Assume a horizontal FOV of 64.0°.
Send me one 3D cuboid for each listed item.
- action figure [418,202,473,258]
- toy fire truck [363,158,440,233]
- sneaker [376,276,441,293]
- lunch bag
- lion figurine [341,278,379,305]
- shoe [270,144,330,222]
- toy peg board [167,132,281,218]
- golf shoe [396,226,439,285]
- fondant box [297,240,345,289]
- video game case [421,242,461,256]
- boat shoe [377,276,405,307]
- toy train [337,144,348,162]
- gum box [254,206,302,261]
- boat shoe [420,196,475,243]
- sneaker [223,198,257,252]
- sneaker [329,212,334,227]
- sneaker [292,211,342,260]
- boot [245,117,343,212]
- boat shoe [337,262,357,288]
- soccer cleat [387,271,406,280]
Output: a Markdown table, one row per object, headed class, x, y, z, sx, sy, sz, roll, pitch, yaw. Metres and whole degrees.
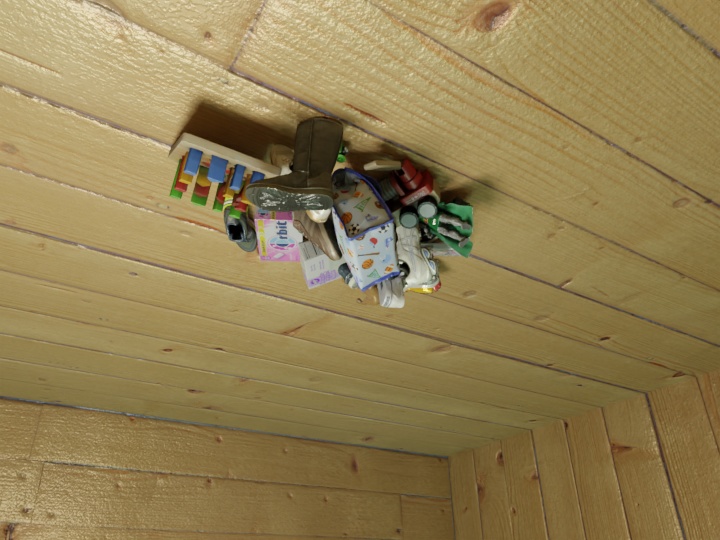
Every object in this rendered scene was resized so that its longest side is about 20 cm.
| class | x | y | z | sx | sy | sz | roll | pitch | yaw |
| --- | --- | --- | --- | --- | --- | --- | --- | --- | --- |
| action figure | 0.176 | -0.115 | 1.331 | 0.054 | 0.199 | 0.121 | -12 | 118 | -34 |
| toy fire truck | 0.061 | -0.178 | 1.270 | 0.174 | 0.130 | 0.200 | -26 | 123 | 28 |
| sneaker | 0.130 | 0.013 | 1.641 | 0.195 | 0.078 | 0.084 | -3 | 118 | 18 |
| lunch bag | 0.001 | -0.096 | 1.205 | 0.122 | 0.202 | 0.172 | -22 | 139 | -10 |
| lion figurine | 0.020 | 0.050 | 1.633 | 0.121 | 0.074 | 0.200 | 18 | 162 | 36 |
| shoe | -0.116 | -0.189 | 1.164 | 0.069 | 0.201 | 0.054 | -20 | 156 | -38 |
| toy peg board | -0.288 | -0.179 | 1.167 | 0.196 | 0.100 | 0.198 | 16 | 174 | -26 |
| golf shoe | 0.106 | -0.054 | 1.357 | 0.095 | 0.202 | 0.079 | -24 | 146 | -5 |
| fondant box | -0.055 | -0.040 | 1.476 | 0.196 | 0.059 | 0.145 | -19 | 152 | -10 |
| video game case | 0.154 | -0.053 | 1.482 | 0.195 | 0.019 | 0.143 | 1 | 175 | 19 |
| boat shoe | 0.087 | 0.029 | 1.529 | 0.068 | 0.202 | 0.072 | 14 | 120 | -11 |
| toy train | -0.112 | -0.227 | 1.238 | 0.197 | 0.042 | 0.056 | -22 | 134 | 31 |
| gum box | -0.198 | -0.095 | 1.430 | 0.110 | 0.068 | 0.201 | 0 | 150 | -5 |
| boat shoe | 0.189 | -0.125 | 1.398 | 0.066 | 0.075 | 0.198 | 40 | 150 | -17 |
| sneaker | -0.298 | -0.096 | 1.410 | 0.072 | 0.083 | 0.201 | -4 | 150 | 5 |
| sneaker | -0.040 | -0.137 | 1.340 | 0.074 | 0.094 | 0.201 | 6 | 149 | -15 |
| sneaker | -0.110 | -0.102 | 1.308 | 0.075 | 0.203 | 0.070 | -30 | 171 | 19 |
| boot | -0.122 | -0.210 | 1.102 | 0.177 | 0.204 | 0.073 | 4 | 151 | -7 |
| boat shoe | 0.000 | 0.000 | 1.451 | 0.075 | 0.062 | 0.199 | -55 | 167 | 22 |
| soccer cleat | 0.090 | -0.022 | 1.463 | 0.069 | 0.073 | 0.199 | -59 | 162 | 18 |
